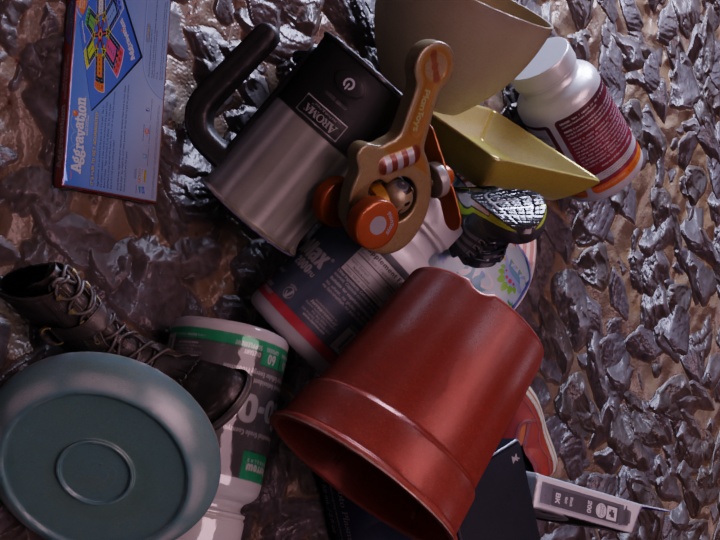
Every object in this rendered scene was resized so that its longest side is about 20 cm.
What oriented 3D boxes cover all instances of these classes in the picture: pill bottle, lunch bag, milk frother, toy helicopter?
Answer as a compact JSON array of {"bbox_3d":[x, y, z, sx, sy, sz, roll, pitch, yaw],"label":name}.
[{"bbox_3d":[0.272,-0.194,1.521,0.200,0.113,0.113,53,54,-30],"label":"pill bottle"},{"bbox_3d":[0.083,-0.008,1.323,0.200,0.082,0.161,46,63,-19],"label":"lunch bag"},{"bbox_3d":[-0.057,-0.134,1.188,0.188,0.180,0.200,-48,160,5],"label":"milk frother"},{"bbox_3d":[0.000,0.000,1.182,0.200,0.120,0.120,-45,123,-2],"label":"pill bottle"},{"bbox_3d":[0.048,-0.110,1.085,0.132,0.079,0.200,8,105,-37],"label":"toy helicopter"},{"bbox_3d":[-0.139,0.151,1.095,0.113,0.113,0.200,22,73,-42],"label":"pill bottle"}]

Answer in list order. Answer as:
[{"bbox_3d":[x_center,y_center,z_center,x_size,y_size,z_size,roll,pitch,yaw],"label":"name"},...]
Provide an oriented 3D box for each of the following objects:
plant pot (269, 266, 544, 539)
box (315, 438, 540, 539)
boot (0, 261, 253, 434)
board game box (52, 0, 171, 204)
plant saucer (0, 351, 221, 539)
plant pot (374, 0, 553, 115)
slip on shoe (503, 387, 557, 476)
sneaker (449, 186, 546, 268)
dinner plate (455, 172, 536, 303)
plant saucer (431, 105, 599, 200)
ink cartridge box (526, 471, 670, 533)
[{"bbox_3d":[0.055,0.116,1.080,0.195,0.201,0.201,-53,123,-19],"label":"plant pot"},{"bbox_3d":[0.075,0.281,1.241,0.123,0.198,0.200,-22,103,-43],"label":"box"},{"bbox_3d":[-0.203,0.061,0.986,0.174,0.200,0.069,55,48,-36],"label":"boot"},{"bbox_3d":[-0.226,-0.167,1.091,0.103,0.019,0.200,10,81,-46],"label":"board game box"},{"bbox_3d":[-0.215,0.160,0.974,0.027,0.200,0.200,-83,149,-64],"label":"plant saucer"},{"bbox_3d":[0.094,-0.252,1.317,0.200,0.200,0.135,6,117,-44],"label":"plant pot"},{"bbox_3d":[0.182,0.188,1.444,0.061,0.074,0.200,-45,123,-33],"label":"slip on shoe"},{"bbox_3d":[0.134,-0.041,1.202,0.074,0.200,0.081,-6,99,-12],"label":"sneaker"},{"bbox_3d":[0.147,-0.038,1.452,0.200,0.024,0.200,3,86,-46],"label":"dinner plate"},{"bbox_3d":[0.144,-0.140,1.365,0.200,0.200,0.048,6,117,-44],"label":"plant saucer"},{"bbox_3d":[0.209,0.260,1.344,0.200,0.198,0.043,19,77,-29],"label":"ink cartridge box"}]
